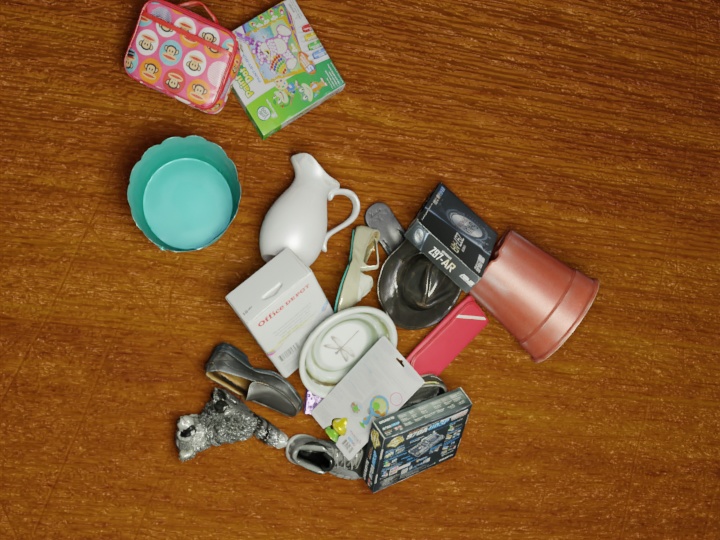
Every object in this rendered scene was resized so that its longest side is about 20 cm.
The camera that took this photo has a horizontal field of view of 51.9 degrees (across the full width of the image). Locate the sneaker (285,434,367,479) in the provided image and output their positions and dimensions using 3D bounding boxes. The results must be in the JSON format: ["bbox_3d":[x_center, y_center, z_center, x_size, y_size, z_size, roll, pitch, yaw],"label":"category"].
[{"bbox_3d":[-0.040,0.355,1.372,0.195,0.115,0.077,8,85,-10],"label":"sneaker"}]

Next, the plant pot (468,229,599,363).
[{"bbox_3d":[0.321,0.038,1.432,0.194,0.201,0.202,37,81,1],"label":"plant pot"}]

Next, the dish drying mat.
[{"bbox_3d":[0.171,0.141,1.461,0.200,0.018,0.077,-43,111,-17],"label":"dish drying mat"}]

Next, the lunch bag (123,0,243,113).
[{"bbox_3d":[-0.318,-0.403,1.359,0.197,0.082,0.179,23,95,1],"label":"lunch bag"}]

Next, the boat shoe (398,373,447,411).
[{"bbox_3d":[0.069,0.252,1.394,0.198,0.061,0.073,-23,97,-8],"label":"boat shoe"}]

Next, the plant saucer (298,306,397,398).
[{"bbox_3d":[-0.028,0.142,1.362,0.196,0.050,0.204,-15,127,-20],"label":"plant saucer"}]

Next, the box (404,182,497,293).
[{"bbox_3d":[0.176,-0.067,1.406,0.160,0.200,0.044,42,123,-3],"label":"box"}]

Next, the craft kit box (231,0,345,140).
[{"bbox_3d":[-0.161,-0.392,1.431,0.196,0.048,0.202,-34,93,-8],"label":"craft kit box"}]

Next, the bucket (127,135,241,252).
[{"bbox_3d":[-0.316,-0.131,1.337,0.202,0.135,0.213,1,86,-12],"label":"bucket"}]

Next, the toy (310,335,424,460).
[{"bbox_3d":[0.015,0.234,1.358,0.200,0.047,0.115,-45,70,3],"label":"toy"}]

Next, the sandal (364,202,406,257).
[{"bbox_3d":[0.081,-0.045,1.456,0.076,0.043,0.200,-45,95,-10],"label":"sandal"}]

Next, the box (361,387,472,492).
[{"bbox_3d":[0.103,0.314,1.367,0.196,0.161,0.046,-16,45,-27],"label":"box"}]

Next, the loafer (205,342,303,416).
[{"bbox_3d":[-0.198,0.218,1.362,0.197,0.073,0.073,30,125,-2],"label":"loafer"}]

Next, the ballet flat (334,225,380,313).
[{"bbox_3d":[0.000,0.000,1.390,0.068,0.070,0.203,19,57,-9],"label":"ballet flat"}]

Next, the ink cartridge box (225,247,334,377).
[{"bbox_3d":[-0.133,0.078,1.327,0.144,0.201,0.085,-39,55,-11],"label":"ink cartridge box"}]

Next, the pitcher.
[{"bbox_3d":[-0.093,-0.091,1.396,0.169,0.121,0.204,28,70,-21],"label":"pitcher"}]

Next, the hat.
[{"bbox_3d":[0.134,0.025,1.409,0.196,0.081,0.206,-5,102,-25],"label":"hat"}]

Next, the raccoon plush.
[{"bbox_3d":[-0.244,0.314,1.352,0.199,0.097,0.135,37,89,-7],"label":"raccoon plush"}]

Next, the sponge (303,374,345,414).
[{"bbox_3d":[-0.008,0.232,1.429,0.195,0.030,0.114,9,85,-11],"label":"sponge"}]
